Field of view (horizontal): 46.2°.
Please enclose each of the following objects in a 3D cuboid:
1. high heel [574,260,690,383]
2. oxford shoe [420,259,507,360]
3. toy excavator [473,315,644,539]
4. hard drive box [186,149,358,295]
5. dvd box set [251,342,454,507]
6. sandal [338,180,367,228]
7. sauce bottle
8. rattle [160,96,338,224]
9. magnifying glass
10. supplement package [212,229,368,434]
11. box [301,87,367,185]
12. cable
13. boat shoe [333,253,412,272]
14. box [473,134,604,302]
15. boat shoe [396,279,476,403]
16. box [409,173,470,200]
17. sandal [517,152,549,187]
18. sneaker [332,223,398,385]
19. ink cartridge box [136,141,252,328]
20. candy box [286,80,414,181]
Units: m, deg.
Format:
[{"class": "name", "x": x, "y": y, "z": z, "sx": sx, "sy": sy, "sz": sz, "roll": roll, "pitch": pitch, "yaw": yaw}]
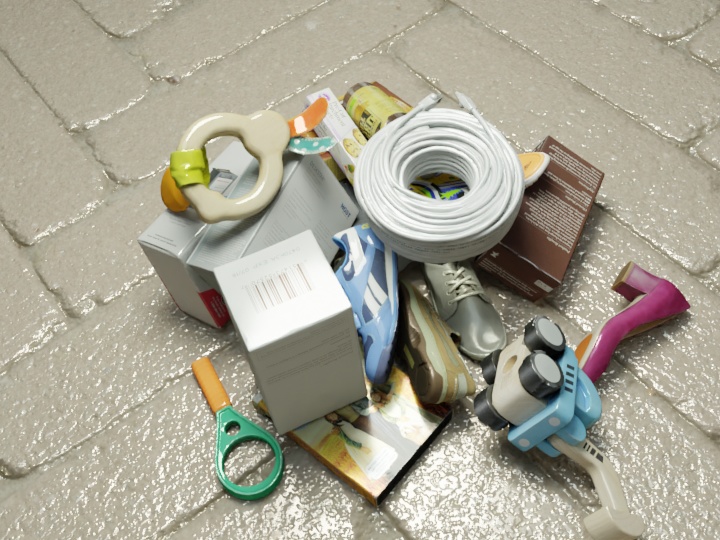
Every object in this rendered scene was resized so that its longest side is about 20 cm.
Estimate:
[{"class": "high heel", "x": 0.324, "y": 0.088, "z": 1.022, "sx": 0.096, "sy": 0.067, "sz": 0.200, "roll": 34, "pitch": 64, "yaw": 2}, {"class": "oxford shoe", "x": 0.126, "y": 0.028, "z": 1.082, "sx": 0.075, "sy": 0.058, "sz": 0.200, "roll": -17, "pitch": 55, "yaw": -8}, {"class": "toy excavator", "x": 0.230, "y": 0.177, "z": 0.929, "sx": 0.200, "sy": 0.100, "sz": 0.195, "roll": 36, "pitch": 36, "yaw": -9}, {"class": "hard drive box", "x": -0.103, "y": -0.044, "z": 1.070, "sx": 0.077, "sy": 0.156, "sz": 0.200, "roll": 16, "pitch": 67, "yaw": 35}, {"class": "dvd box set", "x": -0.010, "y": 0.165, "z": 1.011, "sx": 0.200, "sy": 0.029, "sz": 0.146, "roll": 34, "pitch": 64, "yaw": 26}, {"class": "sandal", "x": -0.018, "y": -0.084, "z": 1.197, "sx": 0.076, "sy": 0.043, "sz": 0.200, "roll": -31, "pitch": 46, "yaw": -24}, {"class": "sauce bottle", "x": 0.044, "y": -0.190, "z": 1.143, "sx": 0.065, "sy": 0.065, "sz": 0.200, "roll": -27, "pitch": 43, "yaw": -13}, {"class": "rattle", "x": -0.134, "y": -0.132, "z": 1.024, "sx": 0.200, "sy": 0.143, "sz": 0.130, "roll": -39, "pitch": 81, "yaw": -20}, {"class": "magnifying glass", "x": -0.157, "y": 0.185, "z": 1.018, "sx": 0.079, "sy": 0.022, "sz": 0.200, "roll": -26, "pitch": 54, "yaw": -13}, {"class": "supplement package", "x": -0.073, "y": 0.073, "z": 0.939, "sx": 0.117, "sy": 0.200, "sz": 0.117, "roll": -23, "pitch": 56, "yaw": -11}, {"class": "box", "x": -0.011, "y": -0.161, "z": 1.159, "sx": 0.041, "sy": 0.039, "sz": 0.200, "roll": -25, "pitch": 72, "yaw": -25}, {"class": "cable", "x": 0.091, "y": -0.102, "z": 0.993, "sx": 0.200, "sy": 0.069, "sz": 0.200, "roll": -30, "pitch": 62, "yaw": -16}, {"class": "boat shoe", "x": 0.000, "y": 0.000, "z": 1.092, "sx": 0.200, "sy": 0.069, "sz": 0.057, "roll": -39, "pitch": 67, "yaw": -5}, {"class": "box", "x": 0.238, "y": -0.070, "z": 1.112, "sx": 0.100, "sy": 0.075, "sz": 0.200, "roll": 33, "pitch": 58, "yaw": -5}, {"class": "boat shoe", "x": 0.087, "y": 0.086, "z": 1.036, "sx": 0.076, "sy": 0.072, "sz": 0.200, "roll": 2, "pitch": 40, "yaw": -18}, {"class": "box", "x": 0.098, "y": -0.097, "z": 1.121, "sx": 0.064, "sy": 0.070, "sz": 0.200, "roll": -22, "pitch": 29, "yaw": -11}, {"class": "sandal", "x": 0.168, "y": -0.141, "z": 1.132, "sx": 0.079, "sy": 0.059, "sz": 0.207, "roll": -54, "pitch": 21, "yaw": -23}, {"class": "sneaker", "x": 0.006, "y": 0.038, "z": 1.012, "sx": 0.082, "sy": 0.074, "sz": 0.201, "roll": -2, "pitch": 73, "yaw": 1}, {"class": "ink cartridge box", "x": -0.176, "y": -0.049, "z": 1.112, "sx": 0.085, "sy": 0.148, "sz": 0.200, "roll": 17, "pitch": 56, "yaw": 32}, {"class": "candy box", "x": -0.020, "y": -0.202, "z": 1.252, "sx": 0.200, "sy": 0.057, "sz": 0.117, "roll": -28, "pitch": 51, "yaw": -26}]
